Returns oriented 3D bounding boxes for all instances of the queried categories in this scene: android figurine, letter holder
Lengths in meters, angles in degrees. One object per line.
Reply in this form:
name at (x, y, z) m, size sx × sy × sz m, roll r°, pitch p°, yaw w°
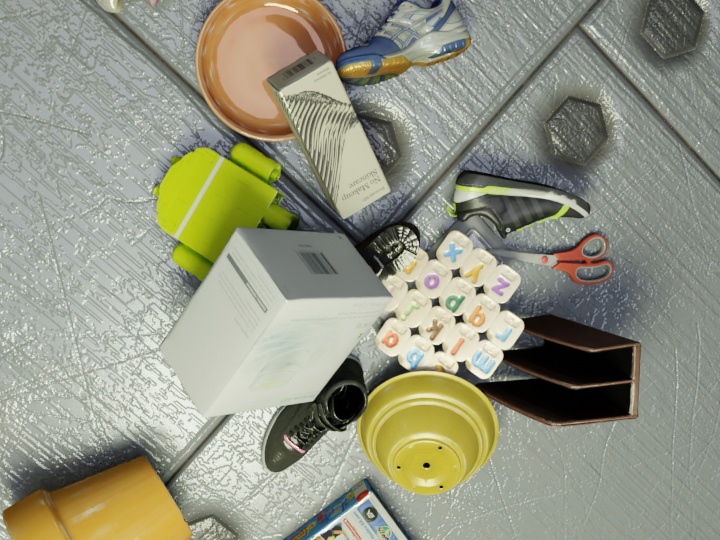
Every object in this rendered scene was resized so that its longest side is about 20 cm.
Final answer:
android figurine at (-0.181, -0.078, 1.171) m, size 0.199 × 0.041 × 0.183 m, roll 30°, pitch 92°, yaw 16°
letter holder at (0.253, 0.130, 1.216) m, size 0.141 × 0.200 × 0.101 m, roll -3°, pitch 99°, yaw -22°

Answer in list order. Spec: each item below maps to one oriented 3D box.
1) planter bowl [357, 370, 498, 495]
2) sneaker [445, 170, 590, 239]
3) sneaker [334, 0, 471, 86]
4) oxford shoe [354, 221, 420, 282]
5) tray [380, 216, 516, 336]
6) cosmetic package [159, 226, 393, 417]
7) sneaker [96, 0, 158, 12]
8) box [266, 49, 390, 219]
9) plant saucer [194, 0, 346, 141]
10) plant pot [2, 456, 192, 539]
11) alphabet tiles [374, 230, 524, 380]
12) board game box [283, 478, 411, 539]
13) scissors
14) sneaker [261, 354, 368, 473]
planter bowl at (0.091, 0.243, 1.240) m, size 0.199 × 0.084 × 0.202 m, roll 2°, pitch 117°, yaw 5°
sneaker at (0.217, -0.084, 1.264) m, size 0.198 × 0.072 × 0.083 m, roll 11°, pitch 101°, yaw -4°
sneaker at (0.046, -0.306, 1.195) m, size 0.199 × 0.075 × 0.089 m, roll -21°, pitch 90°, yaw -24°
oxford shoe at (0.000, 0.000, 1.233) m, size 0.199 × 0.084 × 0.073 m, roll -29°, pitch 99°, yaw 16°
tray at (0.123, 0.020, 1.282) m, size 0.200 × 0.022 × 0.107 m, roll -45°, pitch 102°, yaw -1°
cosmetic package at (-0.102, 0.064, 1.117) m, size 0.200 × 0.199 × 0.123 m, roll -52°, pitch 60°, yaw 26°
sneaker at (-0.253, -0.382, 1.134) m, size 0.199 × 0.081 × 0.089 m, roll -21°, pitch 103°, yaw 2°
box at (-0.039, -0.173, 1.169) m, size 0.082 × 0.068 × 0.201 m, roll -32°, pitch 122°, yaw -5°
plant saucer at (-0.116, -0.271, 1.190) m, size 0.198 × 0.037 × 0.202 m, roll -2°, pitch 99°, yaw -10°
plant pot at (-0.328, 0.343, 1.175) m, size 0.183 × 0.200 × 0.201 m, roll -32°, pitch 103°, yaw -19°
alphabet tiles at (0.119, 0.055, 1.247) m, size 0.199 × 0.015 × 0.196 m, roll 35°, pitch 94°, yaw 4°
board game box at (-0.011, 0.439, 1.302) m, size 0.195 × 0.056 × 0.201 m, roll -35°, pitch 102°, yaw -3°
scissors at (0.273, -0.008, 1.297) m, size 0.198 × 0.014 × 0.074 m, roll -8°, pitch 100°, yaw -17°
sneaker at (-0.064, 0.207, 1.237) m, size 0.071 × 0.099 × 0.200 m, roll 40°, pitch 91°, yaw -15°
